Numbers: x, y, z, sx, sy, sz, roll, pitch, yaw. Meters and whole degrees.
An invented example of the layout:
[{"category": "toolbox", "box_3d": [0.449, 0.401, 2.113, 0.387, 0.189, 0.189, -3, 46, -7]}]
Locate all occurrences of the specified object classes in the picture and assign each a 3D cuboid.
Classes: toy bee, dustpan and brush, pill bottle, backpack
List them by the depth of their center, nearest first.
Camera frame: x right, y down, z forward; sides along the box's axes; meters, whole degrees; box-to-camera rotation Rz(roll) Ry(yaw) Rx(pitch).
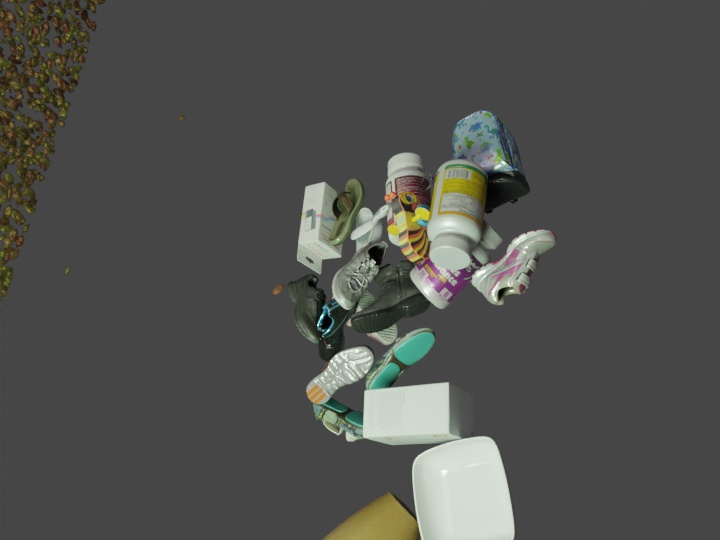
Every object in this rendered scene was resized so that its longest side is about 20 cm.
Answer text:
[{"category": "pill bottle", "box_3d": [0.194, -0.111, 1.269, 0.111, 0.113, 0.204, -8, 56, 33]}, {"category": "toy bee", "box_3d": [0.097, -0.120, 1.359, 0.131, 0.107, 0.203, -50, 37, 39]}, {"category": "pill bottle", "box_3d": [0.210, -0.024, 1.360, 0.200, 0.112, 0.113, -46, 51, 12]}, {"category": "backpack", "box_3d": [0.278, -0.252, 1.399, 0.161, 0.153, 0.204, -19, 48, 36]}, {"category": "pill bottle", "box_3d": [0.114, -0.168, 1.492, 0.108, 0.109, 0.205, -16, 62, 30]}, {"category": "dustpan and brush", "box_3d": [0.025, -0.106, 1.522, 0.199, 0.056, 0.143, -31, 52, 48]}]

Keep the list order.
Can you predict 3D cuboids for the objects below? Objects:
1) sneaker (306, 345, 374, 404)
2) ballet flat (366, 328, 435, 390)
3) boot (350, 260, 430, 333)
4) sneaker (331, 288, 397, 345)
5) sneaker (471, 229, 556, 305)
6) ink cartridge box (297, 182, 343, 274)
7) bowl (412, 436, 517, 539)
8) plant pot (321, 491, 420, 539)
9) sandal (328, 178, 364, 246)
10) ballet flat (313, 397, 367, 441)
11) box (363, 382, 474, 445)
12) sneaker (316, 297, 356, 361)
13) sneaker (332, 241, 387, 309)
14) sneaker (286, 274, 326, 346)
[{"category": "sneaker", "box_3d": [-0.039, 0.215, 1.434, 0.199, 0.112, 0.078, -37, 96, 25]}, {"category": "ballet flat", "box_3d": [0.081, 0.189, 1.393, 0.200, 0.074, 0.075, -44, 52, 10]}, {"category": "boot", "box_3d": [0.051, 0.058, 1.437, 0.196, 0.071, 0.133, -16, 53, -16]}, {"category": "sneaker", "box_3d": [0.004, 0.111, 1.492, 0.201, 0.075, 0.105, 48, 140, 17]}, {"category": "sneaker", "box_3d": [0.327, -0.001, 1.292, 0.200, 0.081, 0.089, -43, 53, 24]}, {"category": "ink cartridge box", "box_3d": [-0.097, -0.106, 1.617, 0.066, 0.117, 0.205, -6, 68, 31]}, {"category": "bowl", "box_3d": [0.203, 0.433, 1.201, 0.197, 0.074, 0.205, -23, 60, 27]}, {"category": "plant pot", "box_3d": [0.025, 0.545, 1.235, 0.201, 0.187, 0.185, -48, 50, -7]}, {"category": "sandal", "box_3d": [-0.042, -0.156, 1.586, 0.079, 0.057, 0.204, -23, 40, 46]}, {"category": "ballet flat", "box_3d": [-0.030, 0.346, 1.426, 0.197, 0.074, 0.076, 19, 83, 42]}, {"category": "box", "box_3d": [0.119, 0.296, 1.287, 0.196, 0.124, 0.100, -11, 64, 32]}, {"category": "sneaker", "box_3d": [-0.076, 0.137, 1.468, 0.073, 0.081, 0.203, 39, 131, 30]}, {"category": "sneaker", "box_3d": [0.000, 0.000, 1.414, 0.082, 0.074, 0.202, -34, 21, 46]}, {"category": "sneaker", "box_3d": [-0.124, 0.093, 1.588, 0.090, 0.076, 0.203, -30, 59, 14]}]
